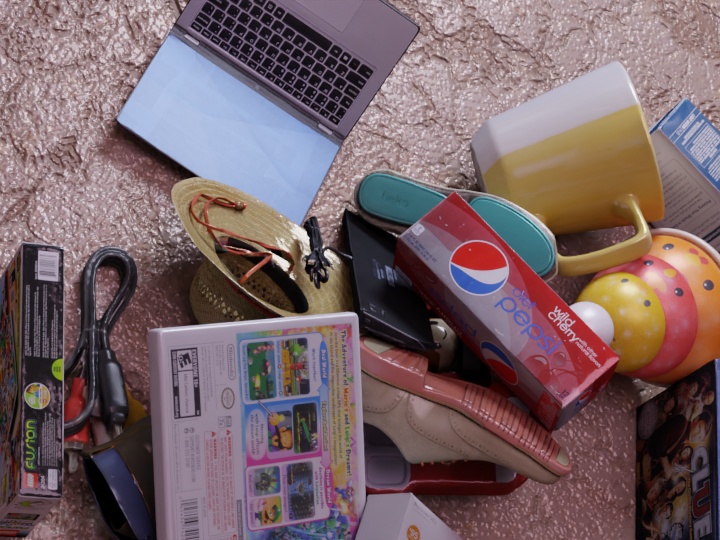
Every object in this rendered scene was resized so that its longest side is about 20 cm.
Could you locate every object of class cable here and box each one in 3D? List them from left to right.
[{"bbox_3d":[-0.218,0.074,1.538,0.096,0.050,0.201,2,55,-21],"label":"cable"}]

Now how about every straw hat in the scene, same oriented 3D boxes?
[{"bbox_3d":[-0.093,0.019,1.581,0.200,0.085,0.201,32,21,-14],"label":"straw hat"}]

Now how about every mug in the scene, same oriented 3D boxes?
[{"bbox_3d":[0.184,-0.092,1.718,0.152,0.187,0.150,-16,107,1],"label":"mug"}]

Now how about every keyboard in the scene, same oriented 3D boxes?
[{"bbox_3d":[0.000,0.000,1.616,0.127,0.021,0.200,29,20,-17],"label":"keyboard"}]

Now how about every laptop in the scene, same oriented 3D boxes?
[{"bbox_3d":[-0.078,-0.173,1.665,0.187,0.201,0.116,33,16,-10],"label":"laptop"}]

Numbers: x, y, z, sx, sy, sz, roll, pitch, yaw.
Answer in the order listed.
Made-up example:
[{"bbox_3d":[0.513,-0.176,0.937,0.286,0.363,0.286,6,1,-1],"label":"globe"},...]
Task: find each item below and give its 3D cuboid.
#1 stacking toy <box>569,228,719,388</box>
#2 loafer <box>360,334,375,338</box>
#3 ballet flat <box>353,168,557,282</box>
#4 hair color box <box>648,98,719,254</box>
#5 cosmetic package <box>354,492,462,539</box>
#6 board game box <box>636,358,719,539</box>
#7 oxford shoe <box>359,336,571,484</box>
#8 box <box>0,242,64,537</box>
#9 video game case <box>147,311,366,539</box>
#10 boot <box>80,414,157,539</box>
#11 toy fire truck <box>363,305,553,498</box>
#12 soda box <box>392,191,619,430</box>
[{"bbox_3d":[0.234,0.046,1.668,0.200,0.146,0.147,-14,73,-55],"label":"stacking toy"},{"bbox_3d":[-0.052,0.111,1.556,0.070,0.070,0.200,39,60,23],"label":"loafer"},{"bbox_3d":[0.089,-0.040,1.680,0.199,0.062,0.068,24,86,16],"label":"ballet flat"},{"bbox_3d":[0.341,-0.058,1.829,0.200,0.100,0.061,47,55,-1],"label":"hair color box"},{"bbox_3d":[0.068,0.263,1.526,0.200,0.050,0.083,45,49,-37],"label":"cosmetic package"},{"bbox_3d":[0.290,0.194,1.669,0.034,0.135,0.201,15,61,-20],"label":"board game box"},{"bbox_3d":[0.074,0.128,1.537,0.199,0.074,0.071,28,15,8],"label":"oxford shoe"},{"bbox_3d":[-0.257,0.093,1.458,0.034,0.110,0.201,7,64,-23],"label":"box"},{"bbox_3d":[-0.076,0.138,1.455,0.181,0.024,0.202,-4,93,-35],"label":"video game case"},{"bbox_3d":[-0.149,0.211,1.473,0.096,0.075,0.201,-15,86,-31],"label":"boot"},{"bbox_3d":[0.073,0.100,1.630,0.167,0.112,0.201,1,65,-6],"label":"toy fire truck"},{"bbox_3d":[0.118,0.034,1.568,0.070,0.064,0.200,-38,74,-19],"label":"soda box"}]
